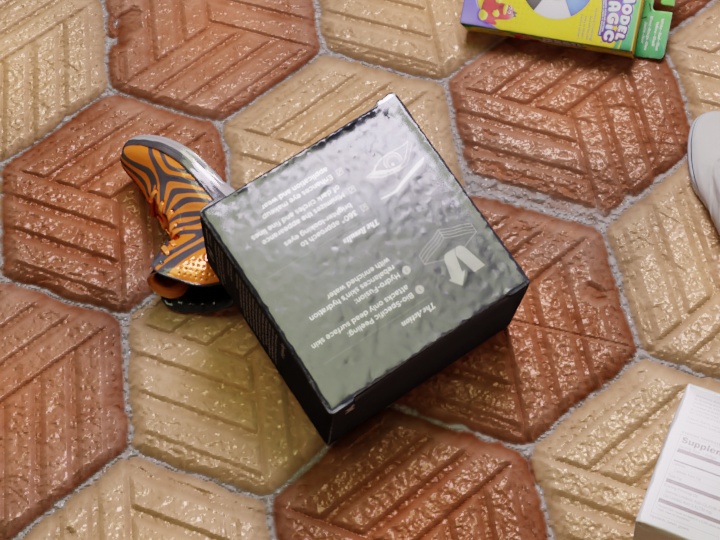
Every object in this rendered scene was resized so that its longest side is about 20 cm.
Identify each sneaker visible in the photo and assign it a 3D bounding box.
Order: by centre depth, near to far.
[{"bbox_3d":[0.334,-0.069,1.244,0.072,0.071,0.202,-11,56,0],"label":"sneaker"},{"bbox_3d":[-0.166,-0.039,1.283,0.199,0.078,0.112,34,65,25],"label":"sneaker"}]

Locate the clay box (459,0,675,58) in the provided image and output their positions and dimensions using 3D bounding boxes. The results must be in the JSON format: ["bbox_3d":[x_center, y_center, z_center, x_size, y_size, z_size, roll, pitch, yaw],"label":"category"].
[{"bbox_3d":[0.204,-0.276,1.382,0.197,0.048,0.117,11,92,16],"label":"clay box"}]

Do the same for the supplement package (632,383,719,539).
[{"bbox_3d":[0.274,0.196,0.997,0.154,0.201,0.112,19,60,19],"label":"supplement package"}]

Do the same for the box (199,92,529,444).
[{"bbox_3d":[0.000,0.000,1.184,0.195,0.118,0.201,-31,75,-14],"label":"box"}]
